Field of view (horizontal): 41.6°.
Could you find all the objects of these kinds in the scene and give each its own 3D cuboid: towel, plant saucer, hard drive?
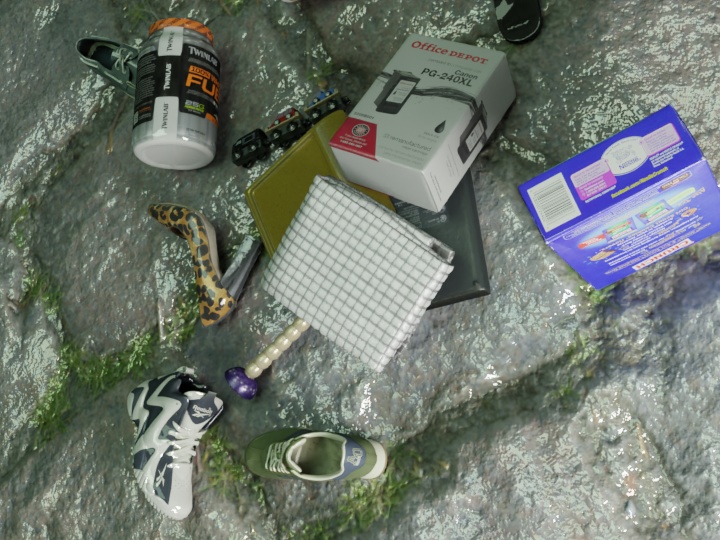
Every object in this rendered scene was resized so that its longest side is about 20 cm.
[{"bbox_3d":[0.000,0.000,1.140,0.200,0.086,0.166,33,101,15],"label":"towel"},{"bbox_3d":[-0.071,-0.090,1.259,0.200,0.048,0.200,-40,58,24],"label":"plant saucer"},{"bbox_3d":[0.081,-0.050,1.193,0.139,0.033,0.200,-16,69,24],"label":"hard drive"}]

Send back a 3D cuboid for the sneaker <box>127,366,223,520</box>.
[{"bbox_3d":[-0.235,0.219,1.263,0.130,0.079,0.199,-35,52,26],"label":"sneaker"}]

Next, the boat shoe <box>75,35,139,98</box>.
[{"bbox_3d":[-0.380,-0.326,1.508,0.200,0.062,0.073,28,90,32],"label":"boat shoe"}]

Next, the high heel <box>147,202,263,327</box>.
[{"bbox_3d":[-0.248,-0.012,1.339,0.200,0.071,0.143,23,81,23],"label":"high heel"}]

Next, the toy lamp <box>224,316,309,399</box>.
[{"bbox_3d":[-0.094,0.084,1.238,0.200,0.058,0.058,-45,60,10],"label":"toy lamp"}]

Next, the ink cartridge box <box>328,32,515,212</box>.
[{"bbox_3d":[0.079,-0.188,1.167,0.145,0.083,0.200,21,67,32],"label":"ink cartridge box"}]

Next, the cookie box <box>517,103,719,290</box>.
[{"bbox_3d":[0.282,-0.067,0.990,0.171,0.200,0.075,-28,63,18],"label":"cookie box"}]

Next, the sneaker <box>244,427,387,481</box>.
[{"bbox_3d":[-0.074,0.225,1.167,0.200,0.090,0.067,-4,75,28],"label":"sneaker"}]

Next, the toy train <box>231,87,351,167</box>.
[{"bbox_3d":[-0.100,-0.204,1.339,0.200,0.034,0.046,-24,53,22],"label":"toy train"}]

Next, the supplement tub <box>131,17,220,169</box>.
[{"bbox_3d":[-0.270,-0.259,1.394,0.122,0.123,0.200,-8,73,27],"label":"supplement tub"}]

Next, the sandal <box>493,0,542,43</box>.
[{"bbox_3d":[0.190,-0.389,1.222,0.075,0.045,0.200,-20,67,23],"label":"sandal"}]

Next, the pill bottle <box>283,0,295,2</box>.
[{"bbox_3d":[-0.035,-0.456,1.327,0.200,0.111,0.111,-10,71,27],"label":"pill bottle"}]
